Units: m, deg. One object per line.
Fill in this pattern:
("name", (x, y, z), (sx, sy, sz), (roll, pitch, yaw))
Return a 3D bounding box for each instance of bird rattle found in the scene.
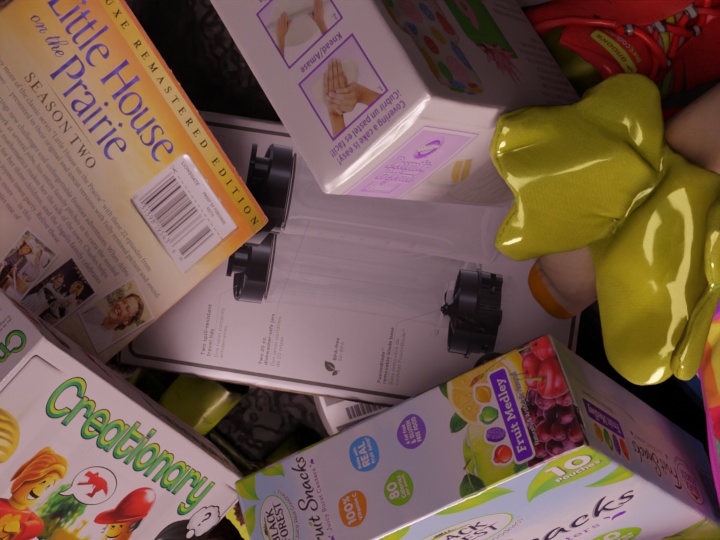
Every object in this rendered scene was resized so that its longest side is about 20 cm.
("bird rattle", (0.131, -0.050, 0.711), (0.113, 0.200, 0.163), (44, 157, 5))

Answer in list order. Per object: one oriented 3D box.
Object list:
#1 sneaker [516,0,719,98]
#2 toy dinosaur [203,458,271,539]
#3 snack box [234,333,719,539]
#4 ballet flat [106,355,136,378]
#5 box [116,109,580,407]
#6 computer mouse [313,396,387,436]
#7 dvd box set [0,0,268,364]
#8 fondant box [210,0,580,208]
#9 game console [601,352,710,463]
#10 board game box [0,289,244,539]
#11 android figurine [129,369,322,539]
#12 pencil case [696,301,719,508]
("sneaker", (0.119, -0.095, 0.762), (0.198, 0.085, 0.077), (-24, 107, 21))
("toy dinosaur", (-0.085, 0.134, 0.868), (0.198, 0.086, 0.137), (15, 78, 28))
("snack box", (0.059, 0.100, 0.758), (0.141, 0.200, 0.053), (-28, 62, 17))
("ballet flat", (-0.129, -0.043, 0.842), (0.074, 0.068, 0.202), (0, 103, 19))
("box", (0.000, 0.000, 0.813), (0.198, 0.060, 0.118), (8, 87, 4))
("computer mouse", (0.032, 0.099, 0.885), (0.109, 0.044, 0.202), (-17, 104, 4))
("dvd box set", (-0.149, -0.013, 0.718), (0.200, 0.029, 0.147), (-42, 122, -12))
("fondant box", (-0.007, -0.122, 0.704), (0.058, 0.144, 0.201), (-40, 71, 24))
("game console", (0.225, 0.060, 0.792), (0.118, 0.173, 0.200), (28, 120, -30))
("board game box", (-0.132, 0.097, 0.740), (0.126, 0.200, 0.035), (-47, 61, -3))
("android figurine", (-0.107, 0.134, 0.937), (0.182, 0.041, 0.200), (40, 112, -7))
("pencil case", (0.184, 0.090, 0.760), (0.088, 0.088, 0.202), (-16, 79, 19))
